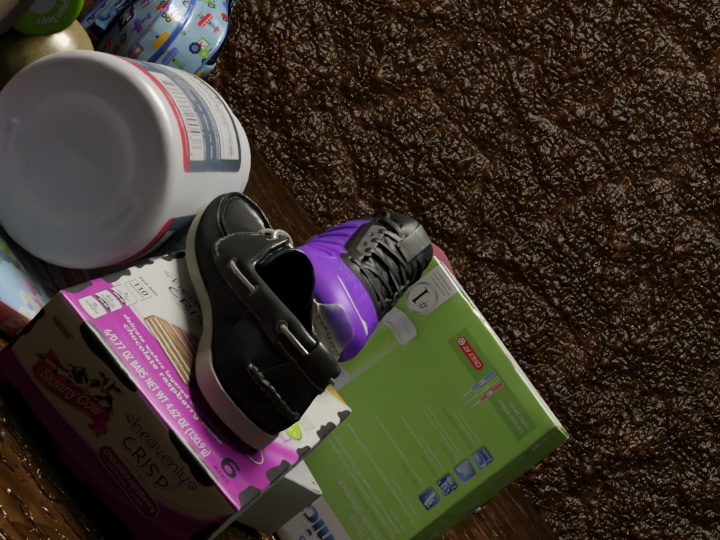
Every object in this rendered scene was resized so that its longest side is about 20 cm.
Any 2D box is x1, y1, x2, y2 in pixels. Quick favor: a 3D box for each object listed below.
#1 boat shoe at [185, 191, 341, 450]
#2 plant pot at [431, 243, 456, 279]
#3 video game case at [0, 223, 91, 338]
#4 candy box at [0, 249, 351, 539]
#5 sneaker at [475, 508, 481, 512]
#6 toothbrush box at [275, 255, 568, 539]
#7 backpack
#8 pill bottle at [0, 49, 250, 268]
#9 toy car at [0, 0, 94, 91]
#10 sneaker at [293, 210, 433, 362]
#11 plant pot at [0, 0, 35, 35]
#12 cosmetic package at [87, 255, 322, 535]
[{"bbox_3d":[-0.049,0.012,0.755,0.072,0.068,0.201,39,17,-27],"label":"boat shoe"},{"bbox_3d":[0.011,0.097,1.203,0.200,0.198,0.181,45,23,-60],"label":"plant pot"},{"bbox_3d":[-0.198,-0.008,0.791,0.144,0.017,0.200,56,5,33],"label":"video game case"},{"bbox_3d":[-0.091,0.064,0.753,0.137,0.061,0.200,50,16,3],"label":"candy box"},{"bbox_3d":[0.143,0.244,1.977,0.200,0.099,0.071,50,7,-26],"label":"sneaker"},{"bbox_3d":[0.022,0.113,0.979,0.146,0.199,0.086,53,3,18],"label":"toothbrush box"},{"bbox_3d":[-0.230,-0.262,1.560,0.134,0.182,0.201,41,21,-26],"label":"backpack"},{"bbox_3d":[-0.137,-0.067,0.863,0.120,0.119,0.200,53,11,4],"label":"pill bottle"},{"bbox_3d":[-0.237,-0.136,0.924,0.165,0.155,0.202,-112,-167,-54],"label":"toy car"},{"bbox_3d":[0.000,-0.001,0.892,0.200,0.098,0.070,-112,177,-79],"label":"sneaker"},{"bbox_3d":[-0.231,-0.152,0.616,0.200,0.198,0.175,50,20,-32],"label":"plant pot"},{"bbox_3d":[-0.105,0.073,0.923,0.201,0.050,0.082,56,9,29],"label":"cosmetic package"}]
